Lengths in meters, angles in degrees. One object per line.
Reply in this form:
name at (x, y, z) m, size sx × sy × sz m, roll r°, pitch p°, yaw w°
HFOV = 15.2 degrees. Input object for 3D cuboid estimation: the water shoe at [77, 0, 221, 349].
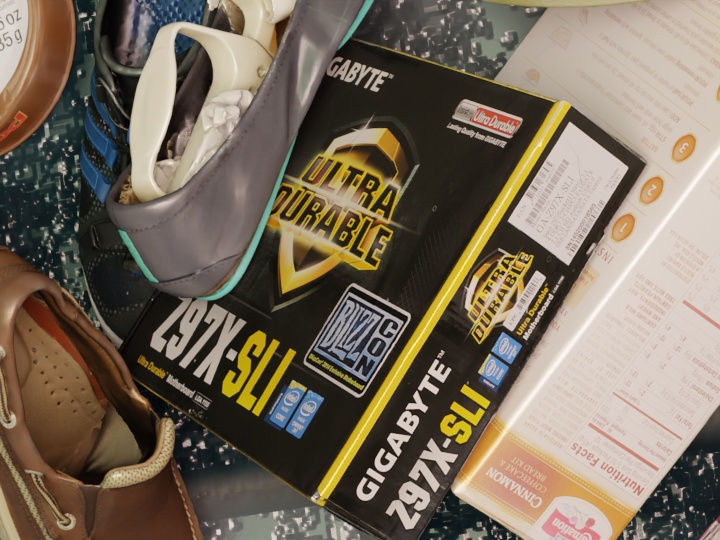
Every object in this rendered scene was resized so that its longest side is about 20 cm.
water shoe at (-0.087, -0.062, 1.084) m, size 0.071 × 0.079 × 0.202 m, roll 1°, pitch 87°, yaw 15°

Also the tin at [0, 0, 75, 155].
tin at (-0.194, -0.141, 1.141) m, size 0.111 × 0.042 × 0.201 m, roll -27°, pitch 80°, yaw 8°

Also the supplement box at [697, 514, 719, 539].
supplement box at (0.234, 0.128, 0.982) m, size 0.200 × 0.086 × 0.110 m, roll 43°, pitch 98°, yaw 13°

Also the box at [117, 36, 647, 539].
box at (0.000, 0.000, 0.991) m, size 0.049 × 0.200 × 0.160 m, roll 32°, pitch 88°, yaw -28°

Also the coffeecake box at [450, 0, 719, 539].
coffeecake box at (0.090, -0.015, 0.993) m, size 0.073 × 0.154 × 0.200 m, roll 33°, pitch 98°, yaw -30°

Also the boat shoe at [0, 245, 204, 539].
boat shoe at (-0.103, 0.074, 1.026) m, size 0.075 × 0.203 × 0.075 m, roll 9°, pitch 54°, yaw 41°

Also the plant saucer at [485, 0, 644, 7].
plant saucer at (0.093, -0.141, 1.000) m, size 0.199 × 0.200 × 0.031 m, roll -1°, pitch 119°, yaw 15°

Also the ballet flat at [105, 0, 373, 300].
ballet flat at (-0.042, -0.087, 1.024) m, size 0.073 × 0.073 × 0.201 m, roll 19°, pitch 70°, yaw 15°
